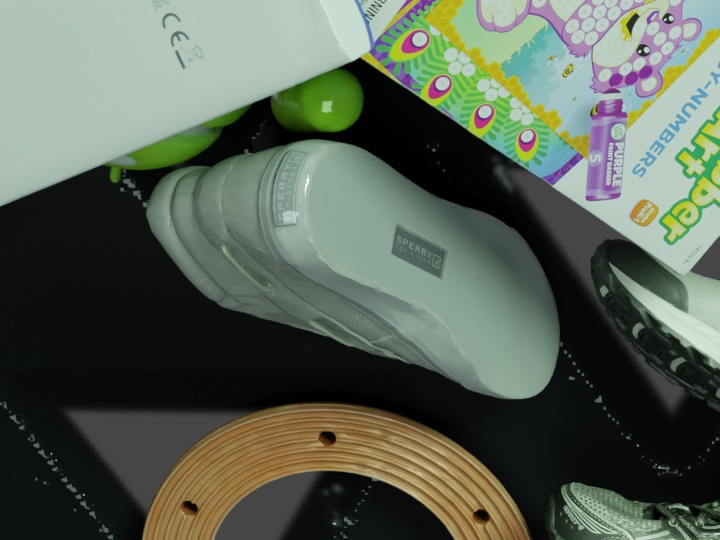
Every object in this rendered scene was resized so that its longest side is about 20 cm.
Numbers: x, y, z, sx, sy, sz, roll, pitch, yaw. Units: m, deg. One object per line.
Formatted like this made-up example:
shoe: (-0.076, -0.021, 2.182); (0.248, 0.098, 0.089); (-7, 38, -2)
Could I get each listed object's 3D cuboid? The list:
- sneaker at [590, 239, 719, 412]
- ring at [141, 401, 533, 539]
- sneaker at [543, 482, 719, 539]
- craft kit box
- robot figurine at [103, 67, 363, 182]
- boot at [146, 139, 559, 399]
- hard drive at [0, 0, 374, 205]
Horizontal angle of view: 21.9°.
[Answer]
sneaker: (0.193, 0.032, 0.807); (0.200, 0.074, 0.079); (25, 81, 5)
ring: (-0.010, 0.150, 0.916); (0.200, 0.019, 0.201); (4, 117, 8)
sneaker: (0.181, 0.120, 0.848); (0.200, 0.078, 0.085); (9, 110, -5)
craft kit box: (0.110, -0.124, 0.689); (0.197, 0.049, 0.200); (30, 107, -30)
robot figurine: (-0.070, -0.123, 0.741); (0.175, 0.116, 0.200); (38, 116, -16)
boot: (0.000, 0.000, 0.797); (0.095, 0.074, 0.200); (0, 155, 39)
hard drive: (-0.105, -0.105, 0.672); (0.200, 0.025, 0.132); (-18, 102, 33)
